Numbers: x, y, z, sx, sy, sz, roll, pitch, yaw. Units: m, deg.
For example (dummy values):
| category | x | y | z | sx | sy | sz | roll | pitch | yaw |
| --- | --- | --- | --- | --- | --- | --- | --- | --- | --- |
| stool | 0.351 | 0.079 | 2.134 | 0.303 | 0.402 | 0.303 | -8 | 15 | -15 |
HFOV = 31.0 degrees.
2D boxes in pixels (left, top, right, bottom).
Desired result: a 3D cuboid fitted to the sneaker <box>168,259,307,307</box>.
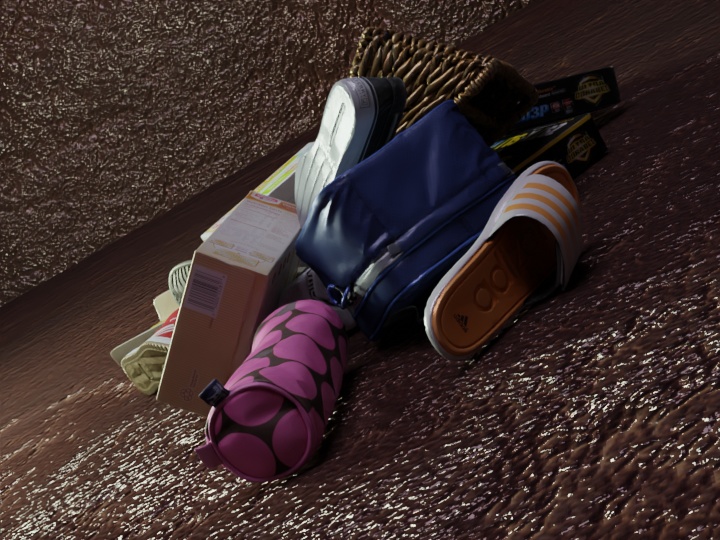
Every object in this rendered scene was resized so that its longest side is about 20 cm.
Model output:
| category | x | y | z | sx | sy | sz | roll | pitch | yaw |
| --- | --- | --- | --- | --- | --- | --- | --- | --- | --- |
| sneaker | -0.102 | 0.014 | 1.409 | 0.198 | 0.075 | 0.106 | 4 | 18 | 20 |

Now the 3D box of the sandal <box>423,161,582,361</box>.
| category | x | y | z | sx | sy | sz | roll | pitch | yaw |
| --- | --- | --- | --- | --- | --- | --- | --- | --- | --- |
| sandal | 0.127 | -0.007 | 0.987 | 0.059 | 0.079 | 0.207 | -14 | 29 | 51 |

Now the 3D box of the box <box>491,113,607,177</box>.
| category | x | y | z | sx | sy | sz | roll | pitch | yaw |
| --- | --- | --- | --- | --- | --- | --- | --- | --- | --- |
| box | 0.141 | -0.093 | 1.368 | 0.159 | 0.050 | 0.200 | -34 | 11 | -24 |

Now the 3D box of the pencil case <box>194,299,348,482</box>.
| category | x | y | z | sx | sy | sz | roll | pitch | yaw |
| --- | --- | --- | --- | --- | --- | --- | --- | --- | --- |
| pencil case | -0.066 | 0.091 | 1.032 | 0.093 | 0.091 | 0.200 | -34 | 8 | 17 |

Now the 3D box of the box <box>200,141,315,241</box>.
| category | x | y | z | sx | sy | sz | roll | pitch | yaw |
| --- | --- | --- | --- | --- | --- | --- | --- | --- | --- |
| box | -0.089 | -0.067 | 1.655 | 0.200 | 0.102 | 0.112 | -42 | 14 | -17 |

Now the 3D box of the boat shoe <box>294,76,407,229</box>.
| category | x | y | z | sx | sy | sz | roll | pitch | yaw |
| --- | --- | --- | --- | --- | --- | --- | --- | --- | --- |
| boat shoe | -0.006 | -0.098 | 1.181 | 0.070 | 0.073 | 0.200 | -10 | -27 | -26 |

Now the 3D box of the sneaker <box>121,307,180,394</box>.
| category | x | y | z | sx | sy | sz | roll | pitch | yaw |
| --- | --- | --- | --- | --- | --- | --- | --- | --- | --- |
| sneaker | -0.186 | 0.078 | 1.425 | 0.112 | 0.071 | 0.200 | -40 | 12 | -26 |

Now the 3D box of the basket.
| category | x | y | z | sx | sy | sz | roll | pitch | yaw |
| --- | --- | --- | --- | --- | --- | --- | --- | --- | --- |
| basket | 0.078 | -0.143 | 1.295 | 0.148 | 0.144 | 0.200 | 17 | 2 | 17 |

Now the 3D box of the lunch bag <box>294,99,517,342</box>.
| category | x | y | z | sx | sy | sz | roll | pitch | yaw |
| --- | --- | --- | --- | --- | --- | --- | --- | --- | --- |
| lunch bag | 0.047 | -0.032 | 1.126 | 0.200 | 0.132 | 0.136 | -38 | -11 | -26 |

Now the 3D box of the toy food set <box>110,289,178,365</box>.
| category | x | y | z | sx | sy | sz | roll | pitch | yaw |
| --- | --- | --- | --- | --- | --- | --- | --- | --- | --- |
| toy food set | -0.241 | 0.048 | 1.715 | 0.143 | 0.061 | 0.200 | -27 | 12 | 16 |

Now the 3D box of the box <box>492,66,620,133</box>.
| category | x | y | z | sx | sy | sz | roll | pitch | yaw |
| --- | --- | --- | --- | --- | --- | --- | --- | --- | --- |
| box | 0.176 | -0.181 | 1.495 | 0.198 | 0.046 | 0.159 | -15 | 3 | -14 |

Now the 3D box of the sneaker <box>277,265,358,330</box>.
| category | x | y | z | sx | sy | sz | roll | pitch | yaw |
| --- | --- | --- | --- | --- | --- | --- | --- | --- | --- |
| sneaker | 0.000 | 0.000 | 1.278 | 0.199 | 0.076 | 0.115 | -29 | 10 | -16 |

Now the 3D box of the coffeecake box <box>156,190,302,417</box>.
| category | x | y | z | sx | sy | sz | roll | pitch | yaw |
| --- | --- | --- | --- | --- | --- | --- | --- | --- | --- |
| coffeecake box | -0.116 | 0.029 | 1.243 | 0.200 | 0.072 | 0.155 | -62 | -11 | -69 |
